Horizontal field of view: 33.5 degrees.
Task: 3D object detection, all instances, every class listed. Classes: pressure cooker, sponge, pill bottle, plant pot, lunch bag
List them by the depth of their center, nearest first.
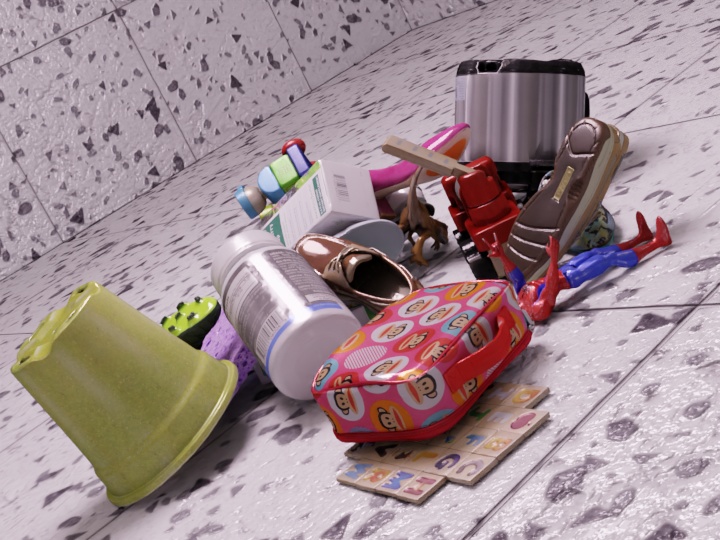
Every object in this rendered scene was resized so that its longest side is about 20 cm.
[{"bbox_3d":[0.069,0.080,1.124,0.176,0.082,0.200,-11,21,44],"label":"lunch bag"},{"bbox_3d":[-0.267,0.118,1.292,0.200,0.184,0.201,-39,20,17],"label":"plant pot"},{"bbox_3d":[-0.087,0.043,1.335,0.114,0.114,0.200,-30,43,-11],"label":"pill bottle"},{"bbox_3d":[-0.172,0.112,1.457,0.112,0.030,0.200,-57,16,2],"label":"sponge"},{"bbox_3d":[0.206,-0.175,1.569,0.178,0.201,0.176,3,5,25],"label":"pressure cooker"}]

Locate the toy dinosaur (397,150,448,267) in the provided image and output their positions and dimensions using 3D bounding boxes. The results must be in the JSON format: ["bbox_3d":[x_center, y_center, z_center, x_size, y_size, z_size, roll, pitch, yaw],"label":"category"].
[{"bbox_3d":[0.069,-0.068,1.526,0.060,0.200,0.107,13,73,17],"label":"toy dinosaur"}]

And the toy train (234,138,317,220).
[{"bbox_3d":[-0.088,-0.089,1.642,0.116,0.085,0.200,-30,-26,4],"label":"toy train"}]

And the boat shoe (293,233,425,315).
[{"bbox_3d":[0.000,0.000,1.375,0.200,0.072,0.076,25,71,31],"label":"boat shoe"}]

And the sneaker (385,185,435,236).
[{"bbox_3d":[0.002,-0.055,1.624,0.200,0.089,0.074,-38,-28,10],"label":"sneaker"}]

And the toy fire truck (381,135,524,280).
[{"bbox_3d":[0.120,-0.093,1.405,0.128,0.200,0.176,-25,15,5],"label":"toy fire truck"}]

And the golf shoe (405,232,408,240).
[{"bbox_3d":[0.000,-0.042,1.702,0.200,0.078,0.094,-26,14,49],"label":"golf shoe"}]

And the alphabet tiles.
[{"bbox_3d":[0.072,0.147,1.066,0.166,0.006,0.200,-35,17,-27],"label":"alphabet tiles"}]

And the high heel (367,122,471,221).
[{"bbox_3d":[0.054,-0.143,1.536,0.067,0.096,0.200,-1,-37,-49],"label":"high heel"}]

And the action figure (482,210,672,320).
[{"bbox_3d":[0.210,-0.020,1.224,0.200,0.099,0.065,-32,15,-10],"label":"action figure"}]

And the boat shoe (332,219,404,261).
[{"bbox_3d":[-0.045,-0.008,1.494,0.200,0.071,0.091,-30,17,-8],"label":"boat shoe"}]

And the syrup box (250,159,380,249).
[{"bbox_3d":[-0.066,-0.053,1.548,0.081,0.079,0.200,8,-33,-35],"label":"syrup box"}]

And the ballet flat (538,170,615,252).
[{"bbox_3d":[0.244,-0.075,1.396,0.074,0.074,0.200,-26,15,3],"label":"ballet flat"}]

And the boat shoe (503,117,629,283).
[{"bbox_3d":[0.230,-0.065,1.294,0.200,0.076,0.072,-60,42,20],"label":"boat shoe"}]

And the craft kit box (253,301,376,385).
[{"bbox_3d":[-0.040,0.053,1.502,0.197,0.049,0.200,-28,15,7],"label":"craft kit box"}]

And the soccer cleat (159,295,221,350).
[{"bbox_3d":[-0.218,0.100,1.427,0.200,0.081,0.068,-39,22,32],"label":"soccer cleat"}]
